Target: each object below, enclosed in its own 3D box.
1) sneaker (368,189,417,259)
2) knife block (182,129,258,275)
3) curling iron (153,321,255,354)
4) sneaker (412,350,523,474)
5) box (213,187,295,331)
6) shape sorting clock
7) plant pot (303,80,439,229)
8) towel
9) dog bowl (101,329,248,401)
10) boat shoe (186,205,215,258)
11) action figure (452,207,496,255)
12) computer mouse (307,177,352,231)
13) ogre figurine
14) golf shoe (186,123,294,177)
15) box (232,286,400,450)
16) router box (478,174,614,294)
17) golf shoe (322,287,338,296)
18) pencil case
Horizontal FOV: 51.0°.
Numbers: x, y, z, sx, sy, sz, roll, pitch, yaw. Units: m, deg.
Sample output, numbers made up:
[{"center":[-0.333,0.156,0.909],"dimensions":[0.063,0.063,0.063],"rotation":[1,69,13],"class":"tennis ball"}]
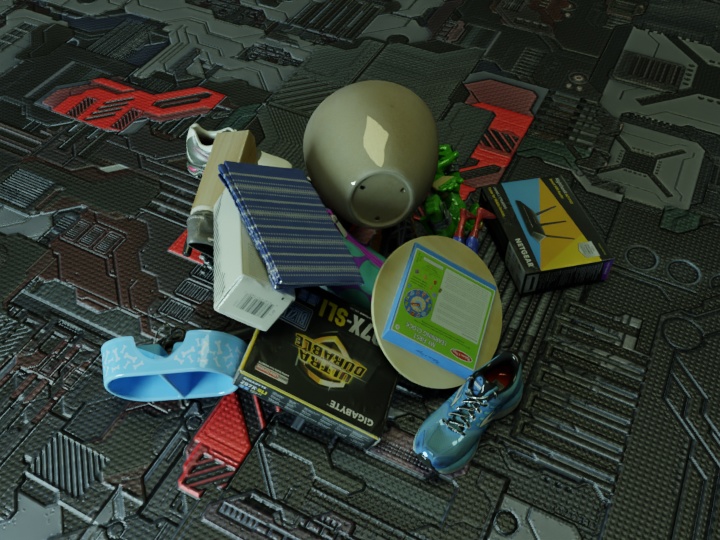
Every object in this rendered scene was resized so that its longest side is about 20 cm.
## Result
[{"center":[0.057,-0.052,1.178],"dimensions":[0.076,0.079,0.203],"rotation":[20,52,0],"class":"sneaker"},{"center":[-0.215,-0.101,1.145],"dimensions":[0.062,0.205,0.175],"rotation":[0,15,21],"class":"knife block"},{"center":[-0.196,0.087,1.048],"dimensions":[0.195,0.051,0.026],"rotation":[-9,13,2],"class":"curling iron"},{"center":[0.137,0.168,0.954],"dimensions":[0.078,0.091,0.199],"rotation":[32,54,26],"class":"sneaker"},{"center":[-0.138,-0.027,0.960],"dimensions":[0.081,0.068,0.202],"rotation":[27,32,-29],"class":"box"},{"center":[0.104,0.055,1.010],"dimensions":[0.196,0.039,0.205],"rotation":[6,75,-24],"class":"shape sorting clock"},{"center":[0.022,-0.136,1.040],"dimensions":[0.195,0.203,0.136],"rotation":[-5,41,-5],"class":"plant pot"},{"center":[-0.090,-0.058,0.955],"dimensions":[0.143,0.024,0.202],"rotation":[-1,52,-43],"class":"towel"},{"center":[-0.241,0.127,0.974],"dimensions":[0.195,0.112,0.051],"rotation":[-5,60,8],"class":"dog bowl"},{"center":[-0.173,-0.015,1.079],"dimensions":[0.066,0.199,0.058],"rotation":[-16,50,35],"class":"boat shoe"},{"center":[0.163,0.023,1.088],"dimensions":[0.065,0.098,0.204],"rotation":[3,72,58],"class":"action figure"},{"center":[-0.047,-0.109,1.194],"dimensions":[0.135,0.054,0.201],"rotation":[15,28,9],"class":"computer mouse"},{"center":[0.135,-0.104,1.175],"dimensions":[0.096,0.122,0.201],"rotation":[-19,31,1],"class":"ogre figurine"},{"center":[-0.208,-0.191,1.290],"dimensions":[0.195,0.089,0.078],"rotation":[10,45,7],"class":"golf shoe"},{"center":[-0.045,0.113,0.975],"dimensions":[0.197,0.049,0.162],"rotation":[28,52,-8],"class":"box"},{"center":[0.287,-0.062,1.193],"dimensions":[0.145,0.052,0.202],"rotation":[-9,47,-10],"class":"router box"},{"center":[-0.053,0.047,1.093],"dimensions":[0.095,0.079,0.203],"rotation":[12,51,-12],"class":"golf shoe"},{"center":[0.000,0.000,1.055],"dimensions":[0.198,0.093,0.086],"rotation":[35,37,-11],"class":"pencil case"}]
